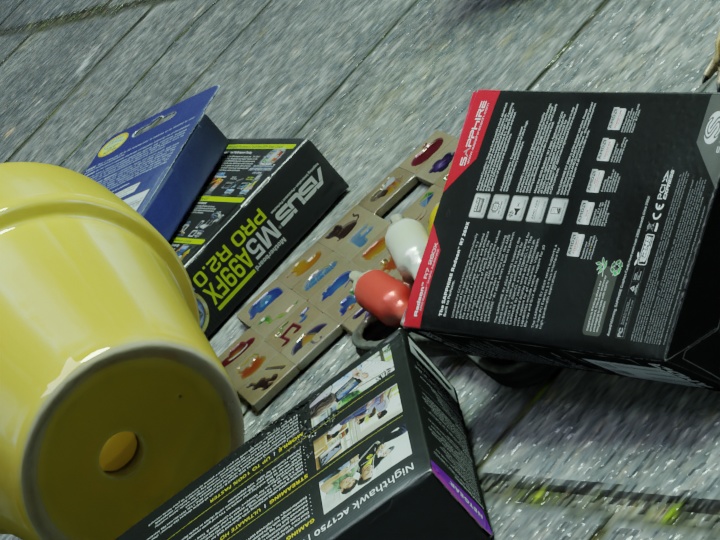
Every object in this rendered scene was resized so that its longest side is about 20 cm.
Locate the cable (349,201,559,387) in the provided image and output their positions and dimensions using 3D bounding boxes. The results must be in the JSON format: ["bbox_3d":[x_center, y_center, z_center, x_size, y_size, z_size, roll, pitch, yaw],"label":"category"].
[{"bbox_3d":[0.041,0.020,1.432,0.097,0.050,0.200,-43,20,0],"label":"cable"}]

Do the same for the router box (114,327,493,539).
[{"bbox_3d":[-0.038,0.131,1.339,0.200,0.051,0.149,-37,22,11],"label":"router box"}]

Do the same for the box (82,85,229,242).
[{"bbox_3d":[-0.155,-0.031,1.793,0.121,0.032,0.200,-23,29,40],"label":"box"}]

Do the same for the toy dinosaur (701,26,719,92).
[{"bbox_3d":[0.190,-0.108,1.342,0.058,0.101,0.201,0,68,8],"label":"toy dinosaur"}]

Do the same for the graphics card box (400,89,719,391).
[{"bbox_3d":[0.109,-0.018,1.293,0.200,0.051,0.126,4,74,57],"label":"graphics card box"}]

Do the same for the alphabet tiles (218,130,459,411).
[{"bbox_3d":[0.000,0.000,1.615,0.200,0.008,0.167,-43,20,-5],"label":"alphabet tiles"}]

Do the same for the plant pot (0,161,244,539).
[{"bbox_3d":[-0.161,0.064,1.523,0.201,0.201,0.189,-43,34,-8],"label":"plant pot"}]

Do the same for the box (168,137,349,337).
[{"bbox_3d":[-0.113,-0.015,1.799,0.160,0.044,0.200,-47,21,-18],"label":"box"}]
